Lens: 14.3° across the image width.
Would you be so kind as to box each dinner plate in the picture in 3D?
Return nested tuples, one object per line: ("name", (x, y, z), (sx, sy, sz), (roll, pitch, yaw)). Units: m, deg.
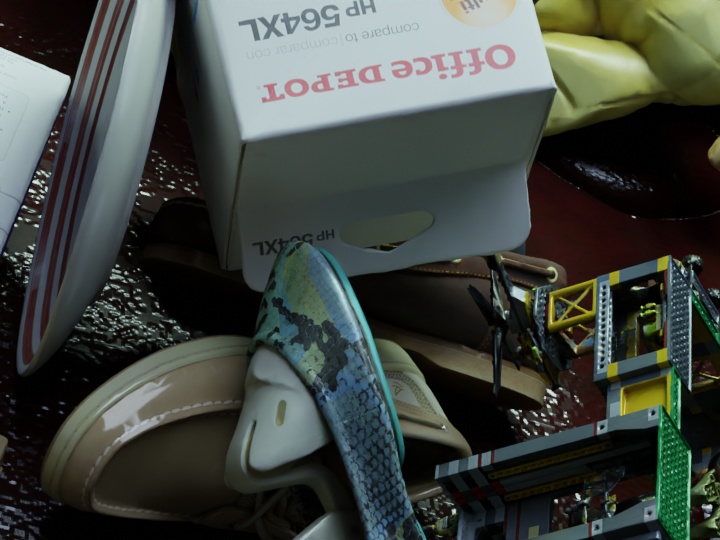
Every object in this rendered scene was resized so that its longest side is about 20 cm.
("dinner plate", (-0.101, -0.053, 1.136), (0.024, 0.201, 0.200), (13, 33, -12))

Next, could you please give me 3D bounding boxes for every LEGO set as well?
("LEGO set", (0.092, 0.094, 1.155), (0.154, 0.116, 0.201), (49, 33, -44))

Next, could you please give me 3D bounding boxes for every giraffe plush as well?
("giraffe plush", (0.161, -0.144, 1.523), (0.199, 0.173, 0.162), (18, 9, 8))

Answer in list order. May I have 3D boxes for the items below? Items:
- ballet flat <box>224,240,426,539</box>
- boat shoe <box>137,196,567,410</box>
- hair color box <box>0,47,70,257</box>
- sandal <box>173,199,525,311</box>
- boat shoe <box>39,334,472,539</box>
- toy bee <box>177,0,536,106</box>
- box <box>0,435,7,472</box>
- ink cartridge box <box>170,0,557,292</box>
("ballet flat", (-0.013, 0.087, 1.061), (0.074, 0.074, 0.201), (-10, 75, -43))
("boat shoe", (0.000, 0.000, 1.229), (0.199, 0.071, 0.070), (20, -11, -28))
("hair color box", (-0.194, -0.030, 1.169), (0.109, 0.065, 0.200), (22, 30, -6))
("sandal", (0.001, -0.013, 1.300), (0.200, 0.043, 0.076), (-4, 43, -39))
("boat shoe", (-0.035, 0.069, 1.127), (0.200, 0.071, 0.065), (-8, 44, -44))
("toy bee", (0.024, -0.070, 1.263), (0.199, 0.109, 0.131), (-7, 15, 27))
("box", (-0.224, 0.091, 1.009), (0.163, 0.021, 0.200), (23, 31, -5))
("ink cartridge box", (-0.006, -0.100, 1.141), (0.128, 0.125, 0.201), (-11, 68, -10))
